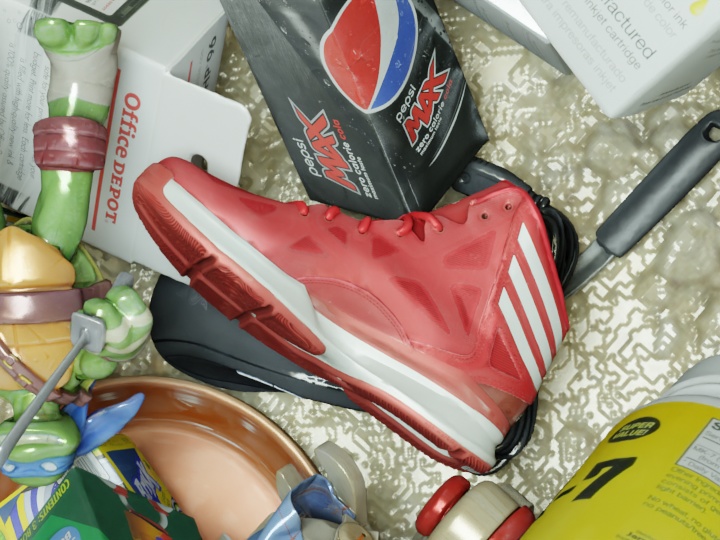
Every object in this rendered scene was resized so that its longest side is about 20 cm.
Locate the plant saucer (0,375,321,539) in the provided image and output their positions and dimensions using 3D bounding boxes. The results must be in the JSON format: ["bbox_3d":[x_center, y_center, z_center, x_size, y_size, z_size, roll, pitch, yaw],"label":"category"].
[{"bbox_3d":[-0.100,0.150,1.346,0.199,0.032,0.201,-1,86,9],"label":"plant saucer"}]

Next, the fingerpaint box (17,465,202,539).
[{"bbox_3d":[-0.133,0.212,1.197,0.073,0.167,0.200,28,109,-31],"label":"fingerpaint box"}]

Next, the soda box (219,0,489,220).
[{"bbox_3d":[-0.013,-0.114,1.261,0.071,0.200,0.063,16,55,38],"label":"soda box"}]

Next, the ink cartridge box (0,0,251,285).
[{"bbox_3d":[-0.132,-0.085,1.317,0.199,0.068,0.116,25,132,13],"label":"ink cartridge box"}]

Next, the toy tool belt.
[{"bbox_3d":[-0.028,0.142,1.255,0.123,0.125,0.200,41,107,11],"label":"toy tool belt"}]

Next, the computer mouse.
[{"bbox_3d":[0.000,0.000,1.319,0.199,0.046,0.141,17,79,20],"label":"computer mouse"}]

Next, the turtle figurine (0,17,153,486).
[{"bbox_3d":[-0.157,-0.007,1.186,0.144,0.199,0.195,-5,85,48],"label":"turtle figurine"}]

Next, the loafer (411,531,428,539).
[{"bbox_3d":[0.099,0.185,1.296,0.200,0.068,0.076,42,102,25],"label":"loafer"}]

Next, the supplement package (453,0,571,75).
[{"bbox_3d":[0.039,-0.194,1.305,0.200,0.110,0.114,34,92,10],"label":"supplement package"}]

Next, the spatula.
[{"bbox_3d":[0.101,-0.001,1.327,0.200,0.021,0.057,-45,70,2],"label":"spatula"}]

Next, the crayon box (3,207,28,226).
[{"bbox_3d":[-0.220,0.059,1.323,0.051,0.126,0.201,19,89,10],"label":"crayon box"}]

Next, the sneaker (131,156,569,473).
[{"bbox_3d":[0.004,-0.011,1.262,0.200,0.078,0.116,39,76,-10],"label":"sneaker"}]

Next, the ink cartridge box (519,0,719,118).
[{"bbox_3d":[0.142,-0.179,1.154,0.200,0.086,0.148,-42,79,31],"label":"ink cartridge box"}]

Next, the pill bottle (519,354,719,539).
[{"bbox_3d":[0.132,0.124,1.218,0.114,0.200,0.115,16,126,25],"label":"pill bottle"}]

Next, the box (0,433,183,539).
[{"bbox_3d":[-0.174,0.158,1.307,0.200,0.070,0.064,-37,83,5],"label":"box"}]
